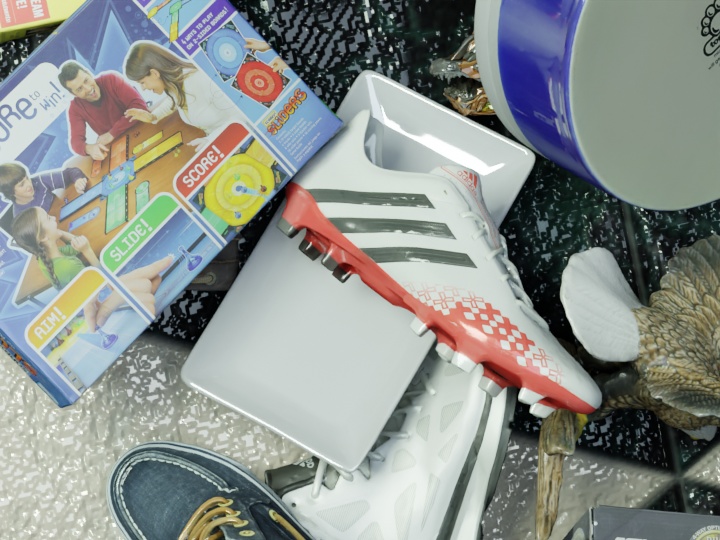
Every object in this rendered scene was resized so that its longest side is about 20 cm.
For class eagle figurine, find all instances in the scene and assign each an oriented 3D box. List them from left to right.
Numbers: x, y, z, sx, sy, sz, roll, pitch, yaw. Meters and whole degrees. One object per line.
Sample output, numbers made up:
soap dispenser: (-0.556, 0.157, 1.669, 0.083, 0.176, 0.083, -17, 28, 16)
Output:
eagle figurine: (0.191, 0.059, 1.226, 0.198, 0.151, 0.153, -2, 95, 12)

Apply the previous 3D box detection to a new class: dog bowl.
dog bowl: (0.159, -0.135, 1.202, 0.199, 0.079, 0.201, -19, 125, -29)

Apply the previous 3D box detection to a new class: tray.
tray: (0.000, 0.000, 1.225, 0.107, 0.022, 0.201, 28, 72, 10)

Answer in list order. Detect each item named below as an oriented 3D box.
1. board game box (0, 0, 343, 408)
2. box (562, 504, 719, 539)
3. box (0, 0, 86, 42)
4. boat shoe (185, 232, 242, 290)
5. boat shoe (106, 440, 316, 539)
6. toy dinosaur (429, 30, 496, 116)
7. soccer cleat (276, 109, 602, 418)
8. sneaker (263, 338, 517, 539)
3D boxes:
board game box: (-0.122, -0.051, 1.157, 0.135, 0.034, 0.200, 47, 72, -8)
box: (0.190, 0.175, 1.213, 0.198, 0.161, 0.049, 5, 66, -9)
box: (-0.101, -0.175, 1.221, 0.198, 0.050, 0.076, -12, 92, -10)
boat shoe: (-0.153, -0.001, 1.198, 0.198, 0.074, 0.074, -11, 91, -9)
boat shoe: (-0.064, 0.139, 1.158, 0.200, 0.091, 0.071, 33, 89, 29)
toy dinosaur: (0.108, -0.176, 1.251, 0.136, 0.102, 0.200, 48, 66, -28)
soccer cleat: (0.048, -0.004, 1.171, 0.200, 0.069, 0.085, 36, 88, 23)
sneaker: (0.012, 0.092, 1.225, 0.114, 0.076, 0.202, 11, 90, -12)
